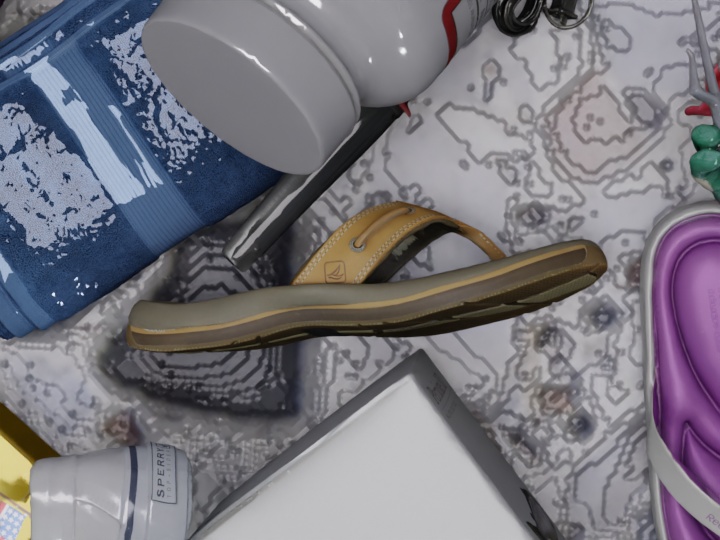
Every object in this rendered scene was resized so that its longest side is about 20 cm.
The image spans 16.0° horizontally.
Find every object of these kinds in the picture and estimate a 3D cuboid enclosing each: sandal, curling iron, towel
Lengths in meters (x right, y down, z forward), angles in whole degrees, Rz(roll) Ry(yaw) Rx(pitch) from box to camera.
[{"bbox_3d":[0.154,0.074,1.044,0.082,0.050,0.204,-16,92,5],"label":"sandal"},{"bbox_3d":[0.021,-0.070,1.030,0.200,0.026,0.050,-43,115,-12],"label":"curling iron"},{"bbox_3d":[0.000,0.000,1.042,0.199,0.080,0.054,-7,84,9],"label":"sandal"},{"bbox_3d":[-0.093,-0.064,1.056,0.200,0.049,0.112,-33,91,4],"label":"towel"}]

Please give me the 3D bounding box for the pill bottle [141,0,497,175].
[{"bbox_3d":[0.009,-0.138,0.980,0.112,0.112,0.200,37,70,1],"label":"pill bottle"}]

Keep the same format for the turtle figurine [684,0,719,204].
[{"bbox_3d":[0.206,-0.038,1.009,0.149,0.101,0.201,-22,86,-1],"label":"turtle figurine"}]

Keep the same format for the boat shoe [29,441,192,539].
[{"bbox_3d":[-0.114,0.134,1.013,0.066,0.074,0.200,7,132,-10],"label":"boat shoe"}]

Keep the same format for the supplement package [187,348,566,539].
[{"bbox_3d":[0.037,0.148,1.022,0.117,0.117,0.200,-37,91,5],"label":"supplement package"}]

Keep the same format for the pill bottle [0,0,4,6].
[{"bbox_3d":[-0.205,-0.108,1.012,0.112,0.112,0.201,25,73,2],"label":"pill bottle"}]

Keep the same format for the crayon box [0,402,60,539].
[{"bbox_3d":[-0.216,0.084,1.069,0.200,0.051,0.127,43,94,2],"label":"crayon box"}]
